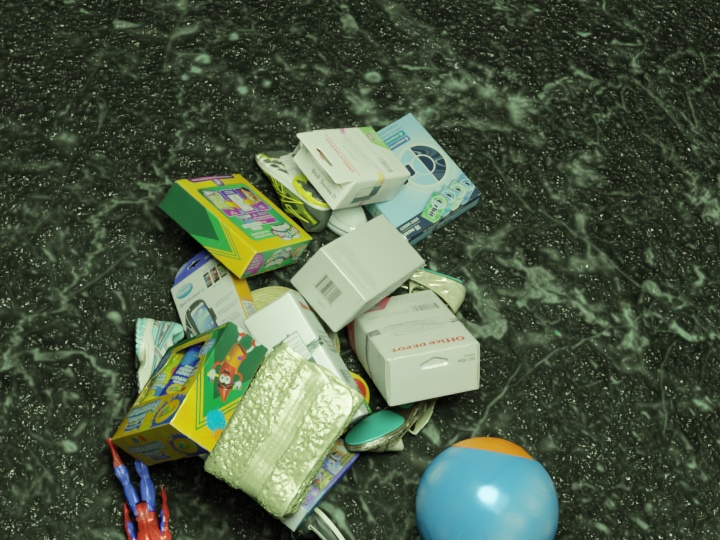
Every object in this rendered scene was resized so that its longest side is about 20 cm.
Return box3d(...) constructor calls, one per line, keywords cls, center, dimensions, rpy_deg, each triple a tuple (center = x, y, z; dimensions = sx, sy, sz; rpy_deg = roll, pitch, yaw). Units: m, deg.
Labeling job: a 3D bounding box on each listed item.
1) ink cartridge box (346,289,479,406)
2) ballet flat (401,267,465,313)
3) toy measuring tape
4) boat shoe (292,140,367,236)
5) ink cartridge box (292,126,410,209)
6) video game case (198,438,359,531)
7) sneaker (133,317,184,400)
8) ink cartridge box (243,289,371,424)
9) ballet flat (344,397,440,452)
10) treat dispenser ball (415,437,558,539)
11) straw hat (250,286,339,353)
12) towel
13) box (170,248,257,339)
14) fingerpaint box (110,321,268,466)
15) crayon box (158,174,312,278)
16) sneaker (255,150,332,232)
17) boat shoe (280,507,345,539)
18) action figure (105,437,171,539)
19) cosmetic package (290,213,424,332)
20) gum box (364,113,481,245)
box3d(cls="ink cartridge box", center=(0.076, 0.113, 1.547), dimensions=(0.146, 0.083, 0.200), rpy_deg=(-9, 25, -14))
box3d(cls="ballet flat", center=(0.074, 0.018, 1.668), dimensions=(0.200, 0.067, 0.062), rpy_deg=(19, 71, 1))
box3d(cls="toy measuring tape", center=(-0.020, 0.158, 1.574), dimensions=(0.074, 0.074, 0.200), rpy_deg=(6, 62, -6))
box3d(cls="boat shoe", center=(-0.056, -0.141, 1.726), dimensions=(0.074, 0.067, 0.200), rpy_deg=(-31, 72, -22))
box3d(cls="ink cartridge box", center=(-0.025, -0.165, 1.642), dimensions=(0.200, 0.067, 0.117), rpy_deg=(-13, 60, -52))
box3d(cls="video game case", center=(-0.116, 0.259, 1.458), dimensions=(0.181, 0.045, 0.200), rpy_deg=(35, 23, 10))
box3d(cls="sneaker", center=(-0.292, 0.160, 1.528), dimensions=(0.086, 0.078, 0.200), rpy_deg=(-2, 63, -14))
box3d(cls="ink cartridge box", center=(-0.073, 0.137, 1.452), dimensions=(0.083, 0.147, 0.200), rpy_deg=(-31, 81, 2))
box3d(cls="ballet flat", center=(0.063, 0.227, 1.554), dimensions=(0.200, 0.075, 0.068), rpy_deg=(-40, 34, -25))
box3d(cls="treat dispenser ball", center=(0.177, 0.336, 1.441), dimensions=(0.201, 0.201, 0.201), rpy_deg=(4, 62, -7))
box3d(cls="straw hat", center=(-0.123, 0.097, 1.581), dimensions=(0.201, 0.085, 0.201), rpy_deg=(4, 62, -8))
box3d(cls="towel", center=(-0.104, 0.210, 1.349), dimensions=(0.148, 0.036, 0.200), rpy_deg=(31, 83, 10))
box3d(cls="box", center=(-0.218, 0.067, 1.570), dimensions=(0.119, 0.041, 0.200), rpy_deg=(-34, 64, 25))
box3d(cls="fingerpaint box", center=(-0.237, 0.170, 1.397), dimensions=(0.073, 0.200, 0.167), rpy_deg=(40, 58, -20))
box3d(cls="crayon box", center=(-0.191, -0.073, 1.609), dimensions=(0.173, 0.058, 0.200), rpy_deg=(42, 21, 12))
box3d(cls="sneaker", center=(-0.117, -0.133, 1.701), dimensions=(0.074, 0.085, 0.200), rpy_deg=(-11, 38, -36))
box3d(cls="boat shoe", center=(-0.097, 0.353, 1.460), dimensions=(0.066, 0.075, 0.199), rpy_deg=(-40, 75, -22))
box3d(cls="action figure", center=(-0.308, 0.330, 1.450), dimensions=(0.065, 0.052, 0.200), rpy_deg=(-17, 73, -5))
box3d(cls="cosmetic package", center=(0.000, 0.000, 1.545), dimensions=(0.108, 0.085, 0.200), rpy_deg=(49, 32, 7))
box3d(cls="gum box", center=(0.079, -0.155, 1.769), dimensions=(0.170, 0.045, 0.200), rpy_deg=(-33, 71, -22))
